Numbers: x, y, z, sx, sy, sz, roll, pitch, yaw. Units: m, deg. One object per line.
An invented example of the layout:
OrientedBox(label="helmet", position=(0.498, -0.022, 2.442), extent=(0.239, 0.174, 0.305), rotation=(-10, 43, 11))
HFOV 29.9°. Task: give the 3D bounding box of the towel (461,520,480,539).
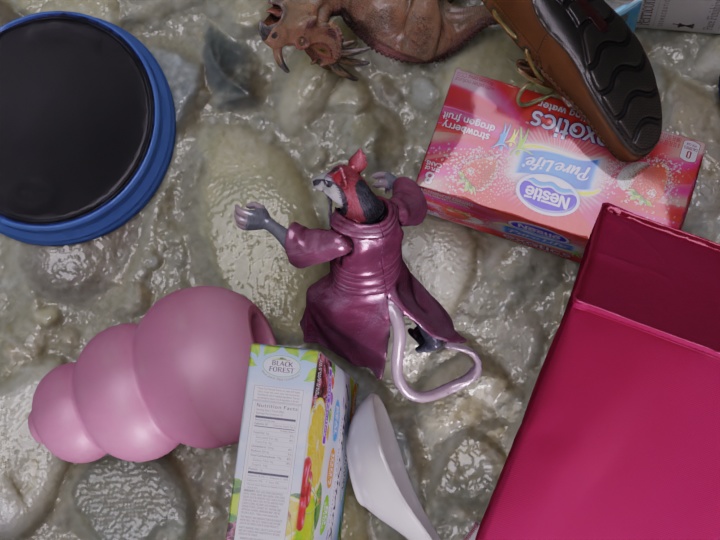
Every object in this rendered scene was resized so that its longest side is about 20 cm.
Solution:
OrientedBox(label="towel", position=(0.128, 0.303, 1.004), extent=(0.200, 0.030, 0.147), rotation=(34, 84, 14))

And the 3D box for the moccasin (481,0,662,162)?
OrientedBox(label="moccasin", position=(0.144, -0.162, 0.977), extent=(0.074, 0.078, 0.202), rotation=(-39, 87, -32))

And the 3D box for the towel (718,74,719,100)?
OrientedBox(label="towel", position=(0.383, -0.123, 1.034), extent=(0.199, 0.049, 0.112), rotation=(-7, 54, 6))

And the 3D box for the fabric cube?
OrientedBox(label="fabric cube", position=(0.210, 0.101, 0.906), extent=(0.195, 0.200, 0.200), rotation=(20, 114, 9))

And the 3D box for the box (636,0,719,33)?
OrientedBox(label="box", position=(0.271, -0.305, 1.014), extent=(0.130, 0.199, 0.201), rotation=(6, 80, 8))

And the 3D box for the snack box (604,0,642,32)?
OrientedBox(label="snack box", position=(0.151, -0.262, 1.062), extent=(0.037, 0.116, 0.201), rotation=(-30, 77, 0))

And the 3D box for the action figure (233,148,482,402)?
OrientedBox(label="action figure", position=(0.000, 0.000, 0.986), extent=(0.134, 0.200, 0.149), rotation=(-26, 52, -14))

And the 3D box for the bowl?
OrientedBox(label="bowl", position=(-0.255, -0.122, 1.121), extent=(0.199, 0.039, 0.202), rotation=(-1, 79, 6))

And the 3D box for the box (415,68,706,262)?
OrientedBox(label="box", position=(0.152, -0.070, 1.035), extent=(0.199, 0.095, 0.100), rotation=(19, 83, 10))

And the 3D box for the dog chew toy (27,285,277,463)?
OrientedBox(label="dog chew toy", position=(-0.162, 0.090, 1.033), extent=(0.199, 0.125, 0.125), rotation=(-20, 77, 10))

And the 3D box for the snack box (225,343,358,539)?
OrientedBox(label="snack box", position=(-0.044, 0.136, 0.965), extent=(0.053, 0.200, 0.143), rotation=(6, 80, 9))

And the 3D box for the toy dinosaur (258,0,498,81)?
OrientedBox(label="toy dinosaur", position=(0.023, -0.203, 1.088), extent=(0.199, 0.086, 0.136), rotation=(17, 92, -7))

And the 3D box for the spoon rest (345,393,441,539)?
OrientedBox(label="spoon rest", position=(0.032, 0.189, 1.000), extent=(0.060, 0.099, 0.201), rotation=(-12, 82, 7))
